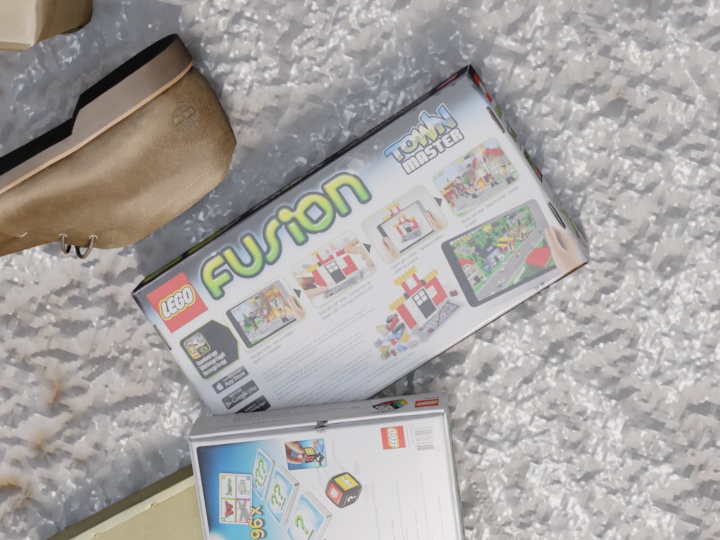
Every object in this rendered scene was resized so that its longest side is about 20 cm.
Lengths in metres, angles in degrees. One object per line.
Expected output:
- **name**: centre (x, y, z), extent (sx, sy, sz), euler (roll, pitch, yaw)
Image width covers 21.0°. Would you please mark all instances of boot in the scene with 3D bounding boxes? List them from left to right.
- **boot**: centre (-0.150, -0.028, 0.943), extent (0.199, 0.074, 0.076), euler (-32, 107, 9)

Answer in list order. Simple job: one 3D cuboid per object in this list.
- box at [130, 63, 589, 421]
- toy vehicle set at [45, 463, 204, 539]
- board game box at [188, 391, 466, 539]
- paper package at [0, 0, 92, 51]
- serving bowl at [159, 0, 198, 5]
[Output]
- **box**: centre (0.000, 0.000, 0.948), extent (0.199, 0.035, 0.110), euler (-32, 97, 11)
- **toy vehicle set**: centre (-0.069, 0.203, 1.003), extent (0.124, 0.027, 0.201), euler (-26, 99, 10)
- **board game box**: centre (-0.007, 0.164, 0.953), extent (0.125, 0.035, 0.201), euler (-6, 104, 6)
- **paper package**: centre (-0.219, -0.208, 0.890), extent (0.189, 0.103, 0.201), euler (3, 103, 5)
- **serving bowl**: centre (-0.098, -0.217, 0.831), extent (0.065, 0.200, 0.202), euler (5, 103, 12)
